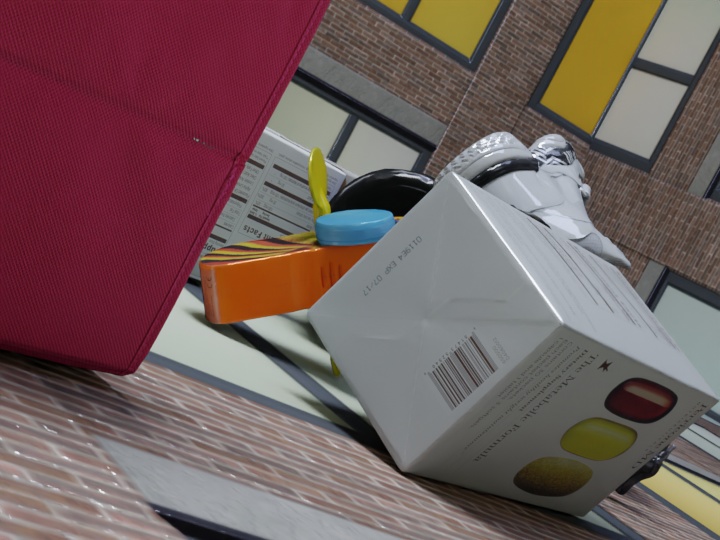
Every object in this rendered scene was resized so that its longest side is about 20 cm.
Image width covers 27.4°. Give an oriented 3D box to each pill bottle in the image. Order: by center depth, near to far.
[{"bbox_3d":[0.021,-0.001,1.079,0.112,0.112,0.200,28,-8,3],"label":"pill bottle"}]

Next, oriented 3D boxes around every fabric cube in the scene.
[{"bbox_3d":[-0.163,-0.100,0.538,0.196,0.200,0.199,32,7,36],"label":"fabric cube"}]

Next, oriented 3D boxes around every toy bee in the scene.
[{"bbox_3d":[0.000,0.000,0.895,0.199,0.131,0.109,14,8,-13],"label":"toy bee"}]

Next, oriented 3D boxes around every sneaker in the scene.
[{"bbox_3d":[0.124,-0.027,0.976,0.115,0.075,0.200,55,20,13],"label":"sneaker"}]

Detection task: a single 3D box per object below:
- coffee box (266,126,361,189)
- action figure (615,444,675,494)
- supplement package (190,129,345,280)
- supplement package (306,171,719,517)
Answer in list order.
[{"bbox_3d":[-0.052,-0.040,1.185,0.080,0.113,0.200,31,4,39],"label":"coffee box"},{"bbox_3d":[0.116,0.071,1.000,0.200,0.102,0.119,30,4,-25],"label":"action figure"},{"bbox_3d":[-0.144,-0.078,1.035,0.200,0.111,0.156,30,4,38],"label":"supplement package"},{"bbox_3d":[0.088,0.047,0.797,0.200,0.114,0.110,23,28,-52],"label":"supplement package"}]
